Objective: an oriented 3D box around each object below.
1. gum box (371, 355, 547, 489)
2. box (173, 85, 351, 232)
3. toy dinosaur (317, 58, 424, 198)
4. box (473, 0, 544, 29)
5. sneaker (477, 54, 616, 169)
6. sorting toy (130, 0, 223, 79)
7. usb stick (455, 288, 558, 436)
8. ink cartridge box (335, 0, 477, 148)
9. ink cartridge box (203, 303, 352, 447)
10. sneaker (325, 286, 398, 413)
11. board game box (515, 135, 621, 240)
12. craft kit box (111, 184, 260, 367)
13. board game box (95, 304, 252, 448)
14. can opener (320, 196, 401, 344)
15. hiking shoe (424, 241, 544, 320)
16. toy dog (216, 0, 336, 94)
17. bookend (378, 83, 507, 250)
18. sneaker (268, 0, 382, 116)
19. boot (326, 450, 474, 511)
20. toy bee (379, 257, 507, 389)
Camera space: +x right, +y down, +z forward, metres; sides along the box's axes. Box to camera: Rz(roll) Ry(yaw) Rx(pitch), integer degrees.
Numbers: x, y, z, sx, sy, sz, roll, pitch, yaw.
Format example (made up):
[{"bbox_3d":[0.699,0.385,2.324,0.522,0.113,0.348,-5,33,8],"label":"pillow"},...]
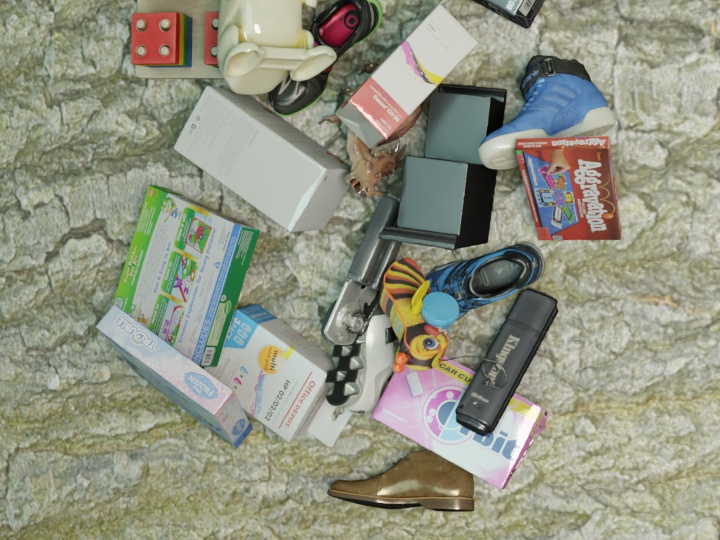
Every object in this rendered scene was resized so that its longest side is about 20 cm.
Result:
[{"bbox_3d":[0.130,0.185,1.296,0.199,0.066,0.114,27,86,16],"label":"gum box"},{"bbox_3d":[-0.123,-0.146,1.344,0.200,0.124,0.098,36,104,14],"label":"box"},{"bbox_3d":[0.035,-0.194,1.314,0.136,0.086,0.200,44,89,0],"label":"toy dinosaur"},{"bbox_3d":[0.143,-0.401,1.245,0.200,0.106,0.123,32,102,15],"label":"box"},{"bbox_3d":[0.205,-0.195,1.213,0.199,0.077,0.112,-19,78,-25],"label":"sneaker"},{"bbox_3d":[-0.228,-0.367,1.393,0.199,0.070,0.200,4,95,19],"label":"sorting toy"},{"bbox_3d":[0.182,0.110,1.257,0.055,0.033,0.200,25,69,18],"label":"usb stick"},{"bbox_3d":[0.066,-0.244,1.222,0.067,0.116,0.200,44,85,-8],"label":"ink cartridge box"},{"bbox_3d":[-0.104,0.150,1.387,0.200,0.068,0.115,33,104,14],"label":"ink cartridge box"},{"bbox_3d":[0.015,0.092,1.349,0.074,0.088,0.201,1,72,46],"label":"sneaker"},{"bbox_3d":[0.248,-0.092,1.193,0.102,0.200,0.020,-1,61,19],"label":"board game box"},{"bbox_3d":[-0.246,0.005,1.403,0.197,0.048,0.201,24,99,33],"label":"craft kit box"},{"bbox_3d":[-0.245,0.147,1.371,0.200,0.199,0.043,34,74,14],"label":"board game box"},{"bbox_3d":[0.000,0.000,1.305,0.067,0.053,0.201,20,86,51],"label":"can opener"},{"bbox_3d":[0.133,0.017,1.287,0.199,0.087,0.075,-28,85,19],"label":"hiking shoe"},{"bbox_3d":[-0.124,-0.336,1.281,0.139,0.194,0.201,-5,79,-20],"label":"toy dog"},{"bbox_3d":[0.104,-0.131,1.228,0.092,0.200,0.200,9,97,18],"label":"bookend"},{"bbox_3d":[-0.058,-0.290,1.333,0.077,0.084,0.200,44,106,12],"label":"sneaker"},{"bbox_3d":[0.053,0.280,1.353,0.199,0.074,0.076,-2,74,15],"label":"boot"},{"bbox_3d":[0.072,0.071,1.220,0.200,0.108,0.131,36,138,46],"label":"toy bee"}]
